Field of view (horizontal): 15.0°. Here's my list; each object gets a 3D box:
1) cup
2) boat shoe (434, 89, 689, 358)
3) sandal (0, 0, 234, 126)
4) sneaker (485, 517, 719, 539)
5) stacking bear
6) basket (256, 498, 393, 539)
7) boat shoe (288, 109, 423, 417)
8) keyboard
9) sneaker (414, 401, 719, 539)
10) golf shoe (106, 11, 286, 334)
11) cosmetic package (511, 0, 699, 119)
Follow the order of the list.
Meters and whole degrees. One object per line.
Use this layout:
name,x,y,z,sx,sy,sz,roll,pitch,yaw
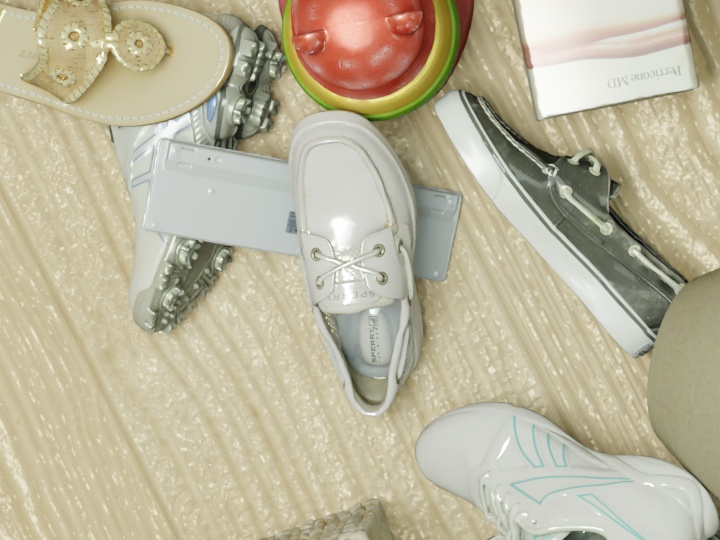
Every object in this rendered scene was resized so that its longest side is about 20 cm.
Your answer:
cup,0.253,0.067,1.593,0.143,0.200,0.201,14,95,30
boat shoe,0.126,-0.041,1.643,0.064,0.071,0.200,-41,97,12
sandal,-0.185,-0.133,1.630,0.211,0.070,0.078,8,88,23
sneaker,0.135,0.190,1.646,0.199,0.086,0.078,-16,92,6
stacking bear,0.004,-0.143,1.580,0.121,0.200,0.114,-5,93,5
basket,-0.035,0.257,1.610,0.160,0.198,0.201,-20,91,4
boat shoe,0.000,0.000,1.609,0.071,0.069,0.200,-6,126,13
keyboard,-0.033,-0.036,1.644,0.199,0.011,0.056,10,100,-22
sneaker,0.108,0.136,1.615,0.200,0.080,0.071,16,136,34
golf shoe,-0.117,-0.063,1.671,0.097,0.078,0.201,18,89,21
cosmetic package,0.134,-0.196,1.623,0.103,0.087,0.201,-12,92,4
